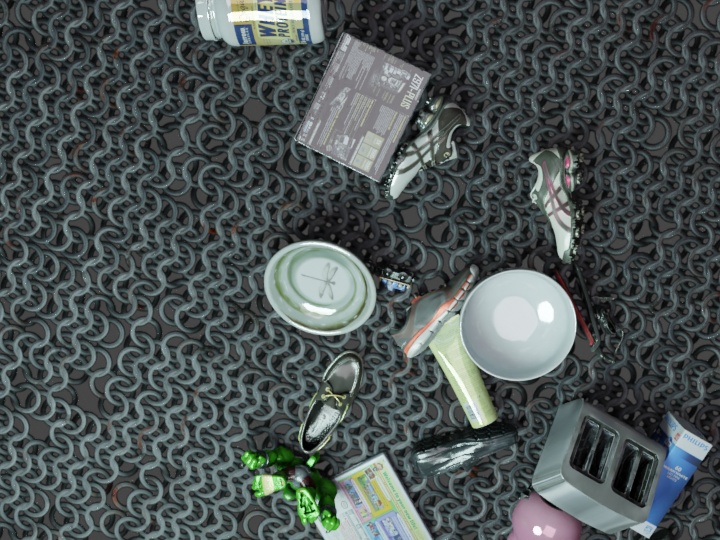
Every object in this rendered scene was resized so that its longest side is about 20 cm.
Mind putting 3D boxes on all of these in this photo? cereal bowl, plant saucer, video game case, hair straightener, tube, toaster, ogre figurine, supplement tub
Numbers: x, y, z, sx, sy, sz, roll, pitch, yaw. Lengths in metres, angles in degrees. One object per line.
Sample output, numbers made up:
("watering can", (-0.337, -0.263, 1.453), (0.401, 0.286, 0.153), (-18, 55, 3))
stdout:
("cereal bowl", (0.270, 0.087, 1.528), (0.199, 0.083, 0.201), (0, 101, 2))
("plant saucer", (-0.067, 0.022, 1.530), (0.200, 0.050, 0.201), (5, 124, 8))
("video game case", (0.013, 0.464, 1.640), (0.182, 0.022, 0.200), (-28, 97, 8))
("hair straightener", (0.416, 0.072, 1.539), (0.077, 0.041, 0.200), (-27, 98, 7))
("tube", (0.184, 0.183, 1.571), (0.058, 0.052, 0.200), (-27, 93, -35))
("toaster", (0.405, 0.342, 1.509), (0.181, 0.119, 0.200), (30, 61, -2))
("ogre figurine", (-0.111, 0.380, 1.568), (0.200, 0.120, 0.098), (17, 101, 12))
("supplement tub", (-0.158, -0.440, 1.423), (0.199, 0.144, 0.145), (-1, 100, 3))

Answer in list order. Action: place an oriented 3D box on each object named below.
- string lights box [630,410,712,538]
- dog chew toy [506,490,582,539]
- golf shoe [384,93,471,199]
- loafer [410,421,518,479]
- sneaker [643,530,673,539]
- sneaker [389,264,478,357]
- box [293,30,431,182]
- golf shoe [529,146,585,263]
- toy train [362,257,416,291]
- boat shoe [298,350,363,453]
("string lights box", (0.532, 0.361, 1.554), (0.059, 0.103, 0.200), (29, 100, -2))
("dog chew toy", (0.321, 0.498, 1.585), (0.124, 0.125, 0.200), (16, 108, 0))
("golf shoe", (0.113, -0.197, 1.489), (0.094, 0.078, 0.200), (30, 101, -3))
("loafer", (0.191, 0.327, 1.586), (0.200, 0.068, 0.071), (-18, 107, 11))
("sneaker", (0.539, 0.556, 1.611), (0.200, 0.060, 0.104), (-34, 92, 5))
("sneaker", (0.125, 0.056, 1.536), (0.082, 0.077, 0.200), (41, 89, 17))
("box", (0.005, -0.275, 1.474), (0.163, 0.086, 0.200), (25, 101, -2))
("golf shoe", (0.340, -0.112, 1.505), (0.088, 0.077, 0.201), (0, 98, 23))
("toy train", (0.000, 0.000, 1.550), (0.199, 0.034, 0.046), (14, 113, 1))
("boat shoe", (-0.052, 0.241, 1.582), (0.072, 0.061, 0.202), (26, 100, -1))
